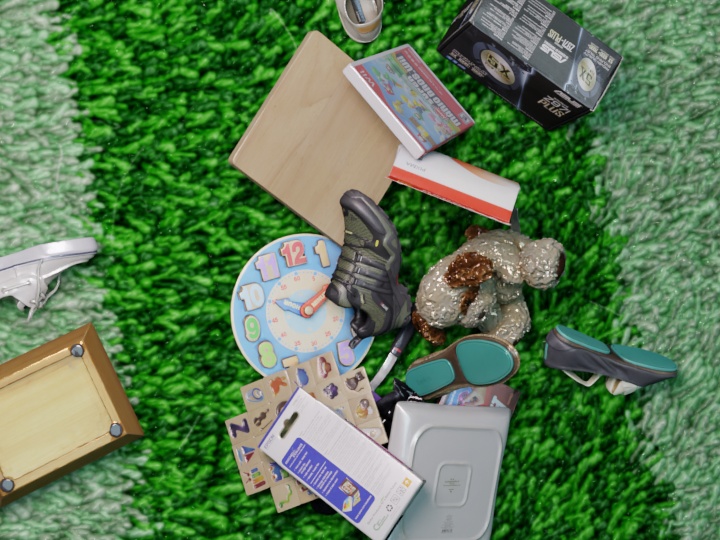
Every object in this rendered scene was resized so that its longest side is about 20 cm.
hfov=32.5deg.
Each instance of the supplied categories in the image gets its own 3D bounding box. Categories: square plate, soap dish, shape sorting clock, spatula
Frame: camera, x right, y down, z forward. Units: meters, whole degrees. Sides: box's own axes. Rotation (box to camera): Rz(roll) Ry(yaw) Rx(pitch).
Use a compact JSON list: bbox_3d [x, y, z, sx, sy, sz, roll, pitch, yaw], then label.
[{"bbox_3d":[0.112,0.273,1.592,0.198,0.028,0.201,7,93,-36],"label":"square plate"},{"bbox_3d":[-0.387,0.177,1.512,0.198,0.081,0.159,-26,93,-11],"label":"soap dish"},{"bbox_3d":[-0.071,0.053,1.607,0.197,0.039,0.203,1,87,-12],"label":"shape sorting clock"},{"bbox_3d":[0.035,0.125,1.635,0.056,0.021,0.202,34,80,-15],"label":"spatula"}]

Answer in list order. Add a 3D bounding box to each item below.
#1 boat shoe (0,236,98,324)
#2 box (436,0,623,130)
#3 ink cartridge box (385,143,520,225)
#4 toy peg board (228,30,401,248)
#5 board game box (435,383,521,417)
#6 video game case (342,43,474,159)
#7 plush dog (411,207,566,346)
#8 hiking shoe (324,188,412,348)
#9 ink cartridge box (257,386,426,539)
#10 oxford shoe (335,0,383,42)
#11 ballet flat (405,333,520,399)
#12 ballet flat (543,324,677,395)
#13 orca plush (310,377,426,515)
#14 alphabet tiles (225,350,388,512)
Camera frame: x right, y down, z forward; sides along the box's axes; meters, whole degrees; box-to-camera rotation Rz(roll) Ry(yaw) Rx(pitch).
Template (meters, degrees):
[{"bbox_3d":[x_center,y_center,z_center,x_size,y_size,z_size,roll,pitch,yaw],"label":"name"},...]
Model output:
[{"bbox_3d":[-0.414,0.021,1.517,0.199,0.075,0.087,-17,90,-10],"label":"boat shoe"},{"bbox_3d":[0.219,-0.284,1.622,0.199,0.164,0.087,34,81,-9],"label":"box"},{"bbox_3d":[0.115,-0.109,1.502,0.160,0.200,0.051,21,96,3],"label":"ink cartridge box"},{"bbox_3d":[-0.055,-0.168,1.607,0.198,0.098,0.201,36,81,-24],"label":"toy peg board"},{"bbox_3d":[0.132,0.235,1.652,0.102,0.019,0.202,25,82,-11],"label":"board game box"},{"bbox_3d":[0.066,-0.220,1.577,0.017,0.200,0.143,-42,87,29],"label":"video game case"},{"bbox_3d":[0.144,0.014,1.592,0.170,0.201,0.161,-20,60,-39],"label":"plush dog"},{"bbox_3d":[0.000,0.000,1.558,0.100,0.075,0.202,-28,114,-25],"label":"hiking shoe"},{"bbox_3d":[-0.024,0.240,1.530,0.199,0.037,0.095,36,92,14],"label":"ink cartridge box"},{"bbox_3d":[-0.021,-0.400,1.631,0.074,0.058,0.202,-23,91,-10],"label":"oxford shoe"},{"bbox_3d":[0.140,0.117,1.581,0.065,0.199,0.072,-18,91,-43],"label":"ballet flat"},{"bbox_3d":[0.335,0.130,1.682,0.197,0.073,0.074,16,84,-17],"label":"ballet flat"},{"bbox_3d":[0.014,0.240,1.585,0.199,0.071,0.106,-40,118,-8],"label":"orca plush"},{"bbox_3d":[-0.070,0.204,1.569,0.198,0.006,0.169,-22,76,10],"label":"alphabet tiles"}]
